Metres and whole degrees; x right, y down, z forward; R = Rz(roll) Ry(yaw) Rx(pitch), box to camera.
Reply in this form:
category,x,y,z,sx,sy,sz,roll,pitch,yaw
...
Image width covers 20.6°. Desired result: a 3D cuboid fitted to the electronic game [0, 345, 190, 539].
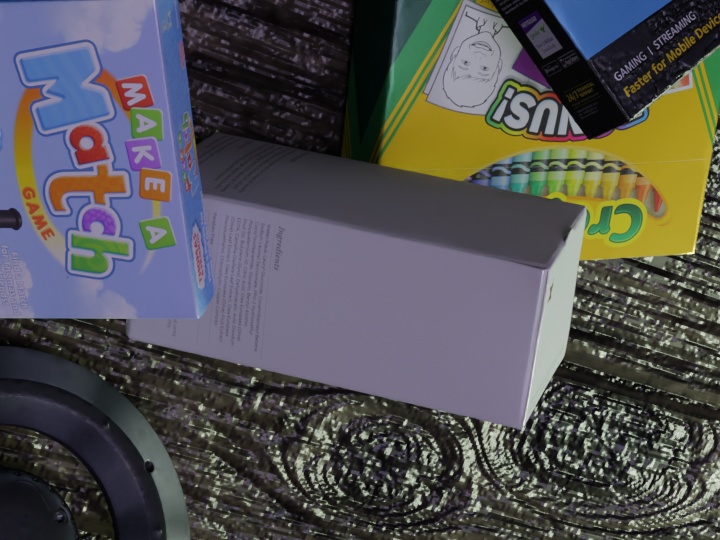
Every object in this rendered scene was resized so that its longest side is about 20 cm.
category,x,y,z,sx,sy,sz,roll,pitch,yaw
electronic game,-0.178,0.138,0.978,0.198,0.042,0.202,5,78,-25

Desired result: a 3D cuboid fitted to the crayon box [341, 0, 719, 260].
category,x,y,z,sx,sy,sz,roll,pitch,yaw
crayon box,0.093,-0.093,1.034,0.198,0.058,0.174,-3,112,-22

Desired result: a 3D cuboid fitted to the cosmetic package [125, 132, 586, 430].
category,x,y,z,sx,sy,sz,roll,pitch,yaw
cosmetic package,0.000,0.000,0.947,0.198,0.108,0.086,14,110,14

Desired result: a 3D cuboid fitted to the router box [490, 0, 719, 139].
category,x,y,z,sx,sy,sz,roll,pitch,yaw
router box,0.146,-0.182,0.970,0.200,0.051,0.150,-39,96,-22

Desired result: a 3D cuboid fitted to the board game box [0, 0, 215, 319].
category,x,y,z,sx,sy,sz,roll,pitch,yaw
board game box,-0.172,-0.053,0.890,0.198,0.037,0.153,-1,114,12
